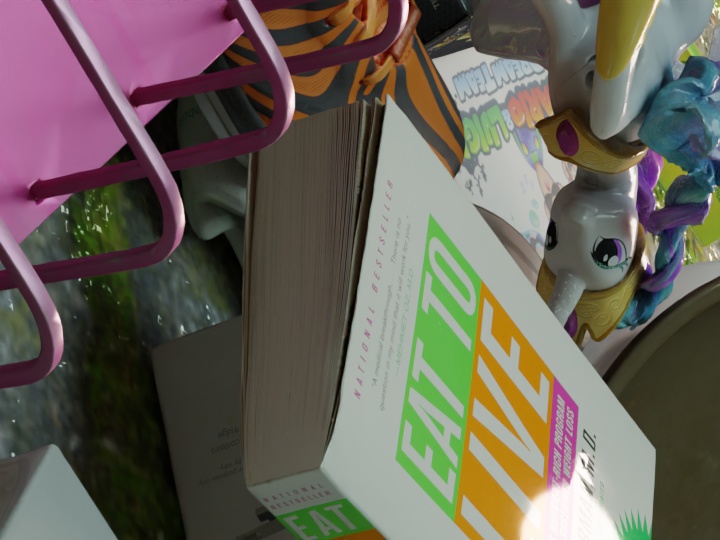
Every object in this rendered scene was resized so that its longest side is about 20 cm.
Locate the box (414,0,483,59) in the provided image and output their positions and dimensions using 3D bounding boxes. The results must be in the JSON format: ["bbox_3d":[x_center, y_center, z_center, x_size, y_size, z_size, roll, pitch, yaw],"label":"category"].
[{"bbox_3d":[0.009,-0.185,1.063,0.200,0.051,0.158,63,24,1],"label":"box"}]

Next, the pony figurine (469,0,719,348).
[{"bbox_3d":[0.097,-0.088,0.913,0.193,0.166,0.200,-56,152,-37],"label":"pony figurine"}]

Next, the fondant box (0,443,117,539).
[{"bbox_3d":[-0.070,0.167,0.657,0.200,0.058,0.144,59,27,-22],"label":"fondant box"}]

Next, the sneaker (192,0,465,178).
[{"bbox_3d":[-0.005,-0.090,0.807,0.200,0.112,0.078,42,50,-38],"label":"sneaker"}]

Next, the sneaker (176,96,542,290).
[{"bbox_3d":[0.000,0.000,0.926,0.200,0.070,0.080,40,43,-36],"label":"sneaker"}]

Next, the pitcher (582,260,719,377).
[{"bbox_3d":[0.168,0.029,1.097,0.200,0.121,0.172,-8,105,-60],"label":"pitcher"}]

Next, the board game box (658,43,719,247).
[{"bbox_3d":[0.124,-0.114,1.251,0.200,0.048,0.102,51,13,-37],"label":"board game box"}]

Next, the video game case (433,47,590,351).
[{"bbox_3d":[0.066,-0.021,1.122,0.200,0.024,0.183,-26,96,-66],"label":"video game case"}]

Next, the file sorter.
[{"bbox_3d":[-0.080,-0.076,0.652,0.200,0.125,0.139,-47,117,-38],"label":"file sorter"}]

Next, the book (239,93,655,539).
[{"bbox_3d":[0.031,0.061,0.809,0.200,0.048,0.134,49,35,-42],"label":"book"}]

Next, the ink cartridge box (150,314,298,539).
[{"bbox_3d":[0.007,0.116,0.841,0.116,0.067,0.201,17,57,-61],"label":"ink cartridge box"}]

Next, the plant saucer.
[{"bbox_3d":[0.149,0.088,0.982,0.200,0.200,0.029,56,-15,-29],"label":"plant saucer"}]
